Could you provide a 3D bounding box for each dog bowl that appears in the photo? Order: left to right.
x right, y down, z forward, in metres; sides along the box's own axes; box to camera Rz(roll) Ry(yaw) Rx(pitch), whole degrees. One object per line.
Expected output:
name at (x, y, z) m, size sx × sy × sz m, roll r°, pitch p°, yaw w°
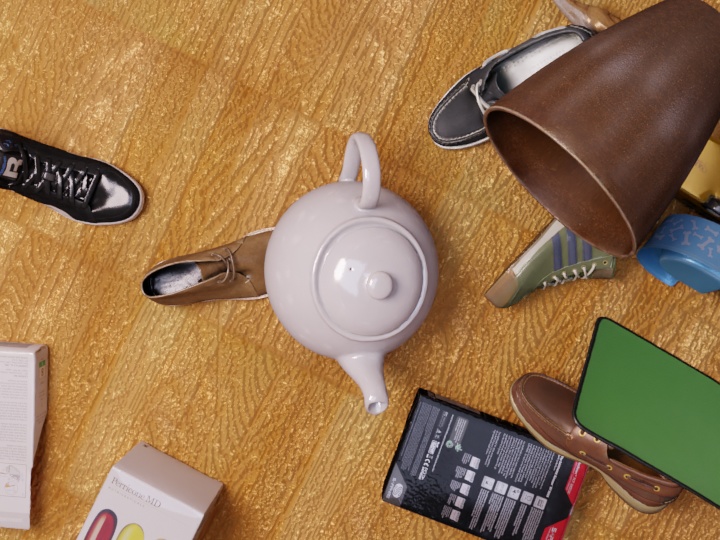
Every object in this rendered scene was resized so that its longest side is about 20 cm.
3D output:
dog bowl at (0.385, 0.008, 0.931) m, size 0.199 × 0.112 × 0.050 m, roll 31°, pitch 80°, yaw 1°

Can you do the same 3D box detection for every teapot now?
teapot at (0.000, 0.000, 0.905) m, size 0.200 × 0.146 × 0.198 m, roll 44°, pitch 84°, yaw -15°

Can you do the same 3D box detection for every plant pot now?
plant pot at (0.247, -0.149, 0.829) m, size 0.187 × 0.187 × 0.200 m, roll 45°, pitch 87°, yaw -1°

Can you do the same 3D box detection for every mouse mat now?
mouse mat at (0.317, 0.146, 0.932) m, size 0.199 × 0.161 × 0.008 m, roll 31°, pitch 137°, yaw 0°

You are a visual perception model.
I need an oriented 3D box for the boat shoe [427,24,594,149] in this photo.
boat shoe at (0.148, -0.189, 0.926) m, size 0.199 × 0.060 × 0.076 m, roll -34°, pitch 86°, yaw 23°

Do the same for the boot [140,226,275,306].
boot at (-0.138, 0.000, 0.968) m, size 0.198 × 0.075 × 0.074 m, roll -15°, pitch 90°, yaw 1°

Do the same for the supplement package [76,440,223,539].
supplement package at (-0.247, 0.307, 0.973) m, size 0.113 × 0.110 × 0.201 m, roll 26°, pitch 94°, yaw 0°

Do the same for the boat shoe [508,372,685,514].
boat shoe at (0.247, 0.167, 0.933) m, size 0.199 × 0.068 × 0.072 m, roll 37°, pitch 60°, yaw 10°

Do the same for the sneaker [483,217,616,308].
sneaker at (0.229, -0.017, 0.952) m, size 0.090 × 0.067 × 0.200 m, roll 44°, pitch 91°, yaw 5°

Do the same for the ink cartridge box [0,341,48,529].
ink cartridge box at (-0.435, 0.179, 1.009) m, size 0.159 × 0.050 × 0.202 m, roll 3°, pitch 98°, yaw 2°

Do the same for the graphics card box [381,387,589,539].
graphics card box at (0.134, 0.222, 0.981) m, size 0.198 × 0.051 × 0.127 m, roll 20°, pitch 94°, yaw 0°

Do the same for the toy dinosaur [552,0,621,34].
toy dinosaur at (0.242, -0.258, 0.951) m, size 0.199 × 0.060 × 0.107 m, roll 26°, pitch 82°, yaw -9°

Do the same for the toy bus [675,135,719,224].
toy bus at (0.343, -0.108, 0.936) m, size 0.199 × 0.078 × 0.065 m, roll 32°, pitch 96°, yaw 0°

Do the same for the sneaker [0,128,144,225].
sneaker at (-0.336, -0.096, 0.951) m, size 0.198 × 0.112 × 0.074 m, roll 20°, pitch 95°, yaw 1°
